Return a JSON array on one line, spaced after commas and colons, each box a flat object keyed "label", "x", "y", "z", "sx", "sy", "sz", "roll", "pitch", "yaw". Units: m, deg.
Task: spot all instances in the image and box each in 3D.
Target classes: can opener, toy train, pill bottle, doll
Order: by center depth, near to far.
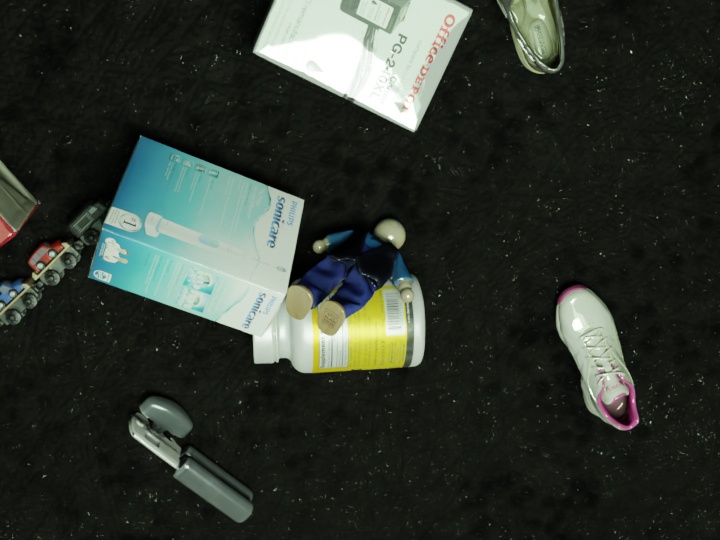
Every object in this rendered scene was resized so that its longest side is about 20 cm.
[{"label": "doll", "x": 0.000, "y": 0.000, "z": 0.962, "sx": 0.135, "sy": 0.200, "sz": 0.049, "roll": 25, "pitch": 128, "yaw": 14}, {"label": "toy train", "x": -0.355, "y": -0.011, "z": 0.980, "sx": 0.200, "sy": 0.034, "sz": 0.046, "roll": -44, "pitch": 105, "yaw": 7}, {"label": "pill bottle", "x": -0.029, "y": 0.063, "z": 1.010, "sx": 0.197, "sy": 0.111, "sz": 0.113, "roll": -2, "pitch": 109, "yaw": -7}, {"label": "can opener", "x": -0.204, "y": 0.235, "z": 1.073, "sx": 0.200, "sy": 0.053, "sz": 0.067, "roll": 42, "pitch": 99, "yaw": -19}]

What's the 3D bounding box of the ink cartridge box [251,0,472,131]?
[{"label": "ink cartridge box", "x": 0.001, "y": -0.260, "z": 0.921, "sx": 0.198, "sy": 0.083, "sz": 0.147, "roll": 23, "pitch": 104, "yaw": -14}]

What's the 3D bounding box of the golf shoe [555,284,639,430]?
[{"label": "golf shoe", "x": 0.308, "y": 0.113, "z": 1.085, "sx": 0.075, "sy": 0.092, "sz": 0.202, "roll": -25, "pitch": 109, "yaw": 3}]

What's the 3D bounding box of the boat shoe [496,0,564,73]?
[{"label": "boat shoe", "x": 0.181, "y": -0.310, "z": 0.938, "sx": 0.071, "sy": 0.066, "sz": 0.203, "roll": -26, "pitch": 110, "yaw": 2}]

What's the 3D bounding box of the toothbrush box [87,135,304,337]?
[{"label": "toothbrush box", "x": -0.172, "y": -0.037, "z": 0.929, "sx": 0.198, "sy": 0.148, "sz": 0.086, "roll": 19, "pitch": 136, "yaw": -14}]

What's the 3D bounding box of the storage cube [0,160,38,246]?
[{"label": "storage cube", "x": -0.462, "y": -0.064, "z": 0.866, "sx": 0.179, "sy": 0.200, "sz": 0.172, "roll": -38, "pitch": 109, "yaw": -1}]
